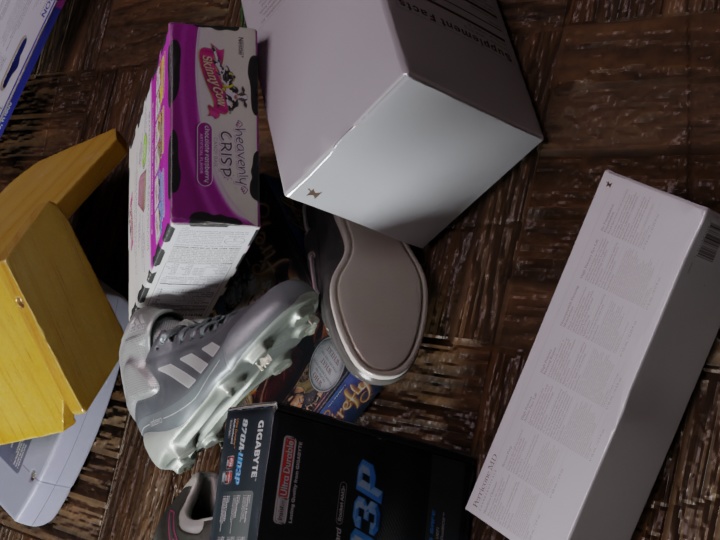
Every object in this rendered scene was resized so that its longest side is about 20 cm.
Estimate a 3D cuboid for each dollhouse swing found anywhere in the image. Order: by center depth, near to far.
[{"bbox_3d":[-0.248,0.014,1.365,0.199,0.175,0.183,-16,104,47],"label":"dollhouse swing"}]

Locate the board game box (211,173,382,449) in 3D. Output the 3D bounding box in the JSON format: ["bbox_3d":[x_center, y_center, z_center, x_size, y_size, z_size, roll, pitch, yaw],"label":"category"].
[{"bbox_3d":[-0.061,0.047,1.166,0.136,0.034,0.201,-54,40,23],"label":"board game box"}]

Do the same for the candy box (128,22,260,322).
[{"bbox_3d":[-0.113,-0.058,1.127,0.200,0.060,0.138,130,141,-66],"label":"candy box"}]

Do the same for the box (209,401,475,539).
[{"bbox_3d":[-0.014,0.188,0.945,0.046,0.158,0.202,-10,67,48],"label":"box"}]

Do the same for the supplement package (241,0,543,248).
[{"bbox_3d":[0.014,-0.138,1.077,0.121,0.119,0.201,-41,46,33],"label":"supplement package"}]

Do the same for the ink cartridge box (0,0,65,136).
[{"bbox_3d":[-0.341,-0.217,1.631,0.200,0.043,0.197,42,107,49],"label":"ink cartridge box"}]

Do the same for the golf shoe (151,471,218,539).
[{"bbox_3d":[-0.086,0.206,1.091,0.200,0.077,0.089,37,111,52],"label":"golf shoe"}]

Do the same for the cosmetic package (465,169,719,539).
[{"bbox_3d":[0.132,0.056,0.902,0.082,0.050,0.202,29,98,51],"label":"cosmetic package"}]

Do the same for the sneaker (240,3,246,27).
[{"bbox_3d":[-0.030,-0.217,1.183,0.200,0.077,0.086,130,148,-58],"label":"sneaker"}]

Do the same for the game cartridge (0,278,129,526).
[{"bbox_3d":[-0.252,0.099,1.390,0.133,0.041,0.202,27,97,49],"label":"game cartridge"}]

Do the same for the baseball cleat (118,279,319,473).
[{"bbox_3d":[-0.104,0.050,1.105,0.107,0.069,0.200,54,129,16],"label":"baseball cleat"}]

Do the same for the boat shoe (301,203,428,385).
[{"bbox_3d":[0.000,0.000,1.094,0.057,0.066,0.201,110,157,-48],"label":"boat shoe"}]
